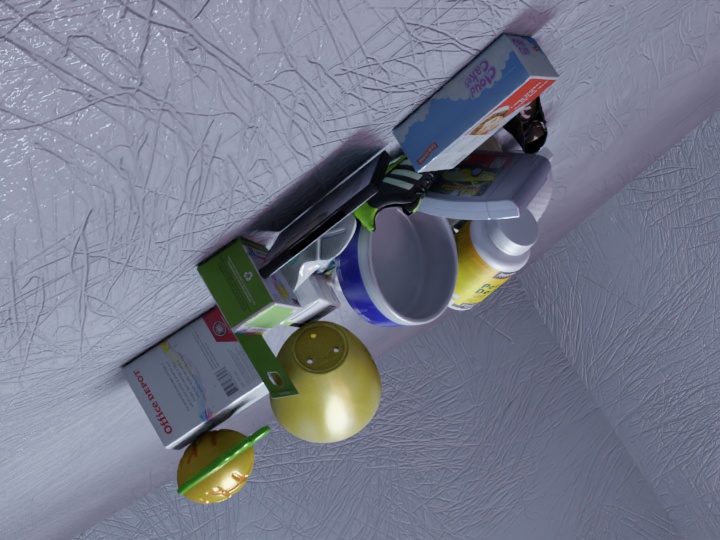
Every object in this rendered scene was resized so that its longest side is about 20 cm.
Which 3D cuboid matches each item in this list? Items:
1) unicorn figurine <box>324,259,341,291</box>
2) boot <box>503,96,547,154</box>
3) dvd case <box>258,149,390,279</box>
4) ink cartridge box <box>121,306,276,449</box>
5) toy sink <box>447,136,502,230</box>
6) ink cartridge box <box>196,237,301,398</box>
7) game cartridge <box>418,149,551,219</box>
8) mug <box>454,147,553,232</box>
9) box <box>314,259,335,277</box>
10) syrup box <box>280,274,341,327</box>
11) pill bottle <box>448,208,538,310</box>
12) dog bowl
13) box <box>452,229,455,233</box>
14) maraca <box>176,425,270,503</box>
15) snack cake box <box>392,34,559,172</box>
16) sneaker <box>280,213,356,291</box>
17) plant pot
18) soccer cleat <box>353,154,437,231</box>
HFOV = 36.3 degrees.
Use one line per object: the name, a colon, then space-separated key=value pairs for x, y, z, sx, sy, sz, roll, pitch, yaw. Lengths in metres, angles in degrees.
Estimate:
unicorn figurine: x=0.000 y=0.000 z=1.739 sx=0.135 sy=0.075 sz=0.200 roll=-14 pitch=166 yaw=-25
boot: x=0.240 y=-0.233 z=1.543 sx=0.074 sy=0.098 sz=0.200 roll=-32 pitch=171 yaw=-7
dvd case: x=-0.046 y=-0.075 z=1.453 sx=0.199 sy=0.018 sz=0.143 roll=-37 pitch=-167 yaw=20
ink cartridge box: x=-0.255 y=0.173 z=1.762 sx=0.198 sy=0.147 sz=0.145 roll=-31 pitch=171 yaw=-6
toy sink: x=0.189 y=-0.140 z=1.793 sx=0.129 sy=0.113 sz=0.200 roll=-34 pitch=171 yaw=11
ink cartridge box: x=-0.125 y=0.067 z=1.495 sx=0.075 sy=0.202 sz=0.148 roll=-33 pitch=171 yaw=6
game cartridge: x=0.160 y=-0.124 z=1.584 sx=0.197 sy=0.041 sz=0.134 roll=8 pitch=-135 yaw=35
mug: x=0.272 y=-0.146 z=1.948 sx=0.175 sy=0.148 sz=0.200 roll=-40 pitch=174 yaw=-35
box: x=-0.024 y=-0.034 z=1.843 sx=0.109 sy=0.035 sz=0.200 roll=-35 pitch=171 yaw=8
syrup box: x=-0.097 y=0.040 z=1.823 sx=0.078 sy=0.082 sz=0.200 roll=-30 pitch=170 yaw=6
pill bottle: x=0.194 y=-0.026 z=1.732 sx=0.108 sy=0.110 sz=0.200 roll=-26 pitch=168 yaw=-37
dog bowl: x=0.056 y=-0.018 z=1.658 sx=0.078 sy=0.204 sz=0.199 roll=-8 pitch=-168 yaw=46
box: x=0.109 y=-0.009 z=2.147 sx=0.199 sy=0.125 sz=0.148 roll=-37 pitch=170 yaw=13
maraca: x=-0.219 y=0.303 z=1.751 sx=0.199 sy=0.108 sz=0.137 roll=-40 pitch=176 yaw=38
snack cake box: x=0.150 y=-0.214 z=1.426 sx=0.199 sy=0.068 sz=0.114 roll=-39 pitch=167 yaw=28
sneaker: x=-0.068 y=-0.041 z=1.603 sx=0.200 sy=0.071 sz=0.080 roll=-38 pitch=-175 yaw=42
plant pot: x=-0.063 y=0.166 z=1.850 sx=0.198 sy=0.201 sz=0.143 roll=-30 pitch=149 yaw=-18
soccer cleat: x=0.075 y=-0.130 z=1.552 sx=0.198 sy=0.082 sz=0.068 roll=-33 pitch=171 yaw=-3
